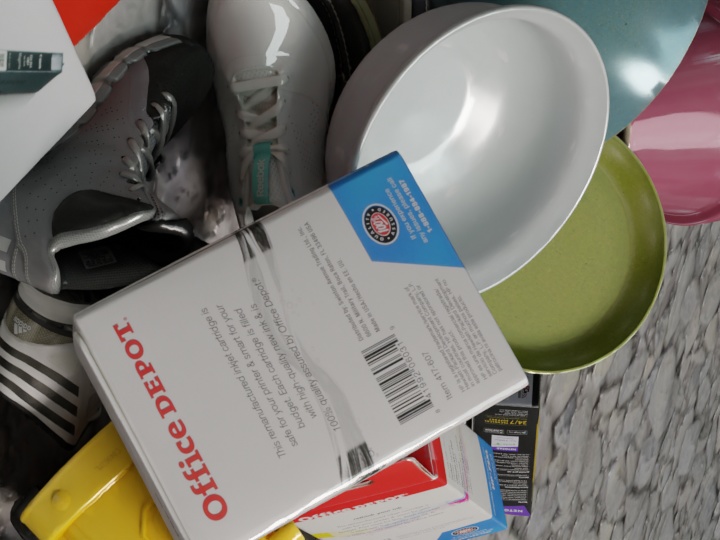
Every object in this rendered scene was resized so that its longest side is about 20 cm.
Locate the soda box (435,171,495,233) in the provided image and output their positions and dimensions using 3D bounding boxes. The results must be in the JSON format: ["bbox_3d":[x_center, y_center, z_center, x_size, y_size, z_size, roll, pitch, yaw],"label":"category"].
[{"bbox_3d":[0.000,0.000,1.157,0.200,0.068,0.064,-39,154,-8],"label":"soda box"}]

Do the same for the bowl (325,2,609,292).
[{"bbox_3d":[0.050,-0.086,1.059,0.201,0.090,0.202,-22,130,-28],"label":"bowl"}]

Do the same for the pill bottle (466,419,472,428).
[{"bbox_3d":[0.017,0.088,1.276,0.111,0.111,0.200,-60,151,-10],"label":"pill bottle"}]

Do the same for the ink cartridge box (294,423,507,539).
[{"bbox_3d":[0.014,0.139,1.170,0.200,0.116,0.067,44,33,-60],"label":"ink cartridge box"}]

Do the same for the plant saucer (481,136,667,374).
[{"bbox_3d":[0.137,-0.022,1.302,0.200,0.200,0.031,-60,-167,-10],"label":"plant saucer"}]

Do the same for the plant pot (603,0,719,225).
[{"bbox_3d":[0.235,-0.130,1.418,0.179,0.200,0.201,-10,121,-38],"label":"plant pot"}]

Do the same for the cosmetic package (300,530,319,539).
[{"bbox_3d":[-0.091,0.273,1.258,0.103,0.087,0.201,-22,130,-51],"label":"cosmetic package"}]

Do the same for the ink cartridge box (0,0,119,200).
[{"bbox_3d":[-0.175,-0.153,0.836,0.174,0.043,0.200,-51,148,-23],"label":"ink cartridge box"}]

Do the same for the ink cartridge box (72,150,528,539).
[{"bbox_3d":[-0.036,0.050,0.916,0.200,0.146,0.084,-27,174,-14],"label":"ink cartridge box"}]

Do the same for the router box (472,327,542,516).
[{"bbox_3d":[0.122,0.075,1.400,0.157,0.052,0.200,86,9,-51],"label":"router box"}]

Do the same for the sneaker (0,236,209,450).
[{"bbox_3d":[-0.147,0.040,1.022,0.200,0.076,0.116,-5,129,-56],"label":"sneaker"}]

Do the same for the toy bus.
[{"bbox_3d":[-0.093,0.172,1.020,0.136,0.192,0.200,-43,172,-12],"label":"toy bus"}]

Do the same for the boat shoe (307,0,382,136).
[{"bbox_3d":[-0.027,-0.109,1.089,0.065,0.073,0.200,-53,150,-33],"label":"boat shoe"}]

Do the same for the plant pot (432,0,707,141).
[{"bbox_3d":[0.129,-0.200,1.195,0.135,0.200,0.201,26,88,-27],"label":"plant pot"}]

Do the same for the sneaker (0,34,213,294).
[{"bbox_3d":[-0.119,-0.048,0.932,0.200,0.115,0.075,-45,146,-32],"label":"sneaker"}]

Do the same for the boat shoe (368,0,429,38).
[{"bbox_3d":[0.029,-0.137,1.151,0.063,0.073,0.200,-23,142,-22],"label":"boat shoe"}]

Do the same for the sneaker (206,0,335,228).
[{"bbox_3d":[-0.053,-0.077,1.023,0.089,0.075,0.200,-75,160,-57],"label":"sneaker"}]
